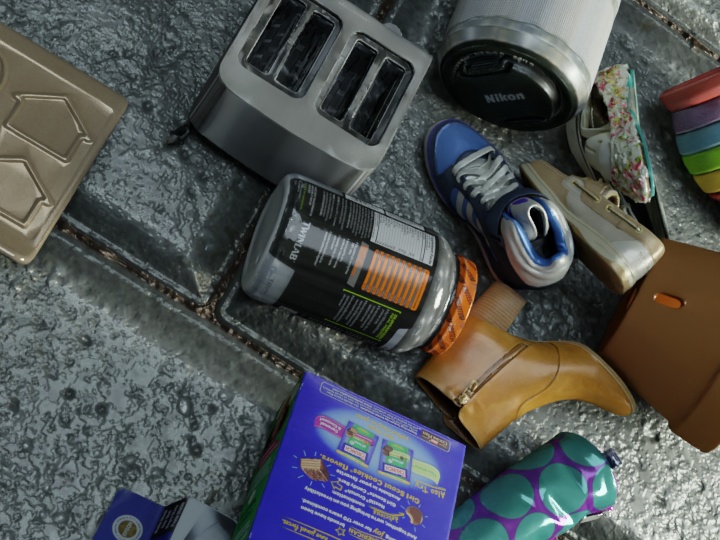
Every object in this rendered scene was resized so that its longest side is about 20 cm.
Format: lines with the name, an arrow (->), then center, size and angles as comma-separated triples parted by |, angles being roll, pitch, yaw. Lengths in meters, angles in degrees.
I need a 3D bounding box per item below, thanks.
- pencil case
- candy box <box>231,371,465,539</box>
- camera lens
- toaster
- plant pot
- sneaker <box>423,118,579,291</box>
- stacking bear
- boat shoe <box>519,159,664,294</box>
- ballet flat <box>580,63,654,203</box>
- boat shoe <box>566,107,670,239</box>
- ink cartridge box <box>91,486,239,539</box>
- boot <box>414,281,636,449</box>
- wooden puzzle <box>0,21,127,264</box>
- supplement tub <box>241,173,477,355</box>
pencil case -> 0.153, 0.233, 1.143 | 0.199, 0.085, 0.093 | -30, 70, -25
candy box -> -0.012, 0.210, 1.048 | 0.168, 0.077, 0.201 | 26, 43, -7
camera lens -> 0.178, -0.258, 1.257 | 0.159, 0.160, 0.201 | 27, 67, -12
toaster -> -0.053, -0.171, 1.164 | 0.180, 0.119, 0.201 | 31, 65, -9
plant pot -> 0.328, 0.061, 1.215 | 0.139, 0.200, 0.201 | 28, 65, 6
sneaker -> 0.141, -0.074, 1.190 | 0.080, 0.146, 0.201 | -28, 87, -14
stacking bear -> 0.417, -0.122, 1.340 | 0.121, 0.113, 0.201 | -30, 98, -55
boat shoe -> 0.231, -0.055, 1.218 | 0.069, 0.074, 0.200 | -32, 46, -4
ballet flat -> 0.257, -0.135, 1.238 | 0.063, 0.076, 0.201 | -7, 40, 10
boat shoe -> 0.283, -0.107, 1.306 | 0.070, 0.064, 0.201 | -14, 79, -24
ink cartridge box -> -0.142, 0.287, 0.991 | 0.199, 0.041, 0.200 | 28, 46, -6
boot -> 0.159, 0.122, 1.195 | 0.201, 0.071, 0.144 | 39, 71, -3
wooden puzzle -> -0.332, -0.123, 1.086 | 0.185, 0.046, 0.201 | 31, 61, -11
supplement tub -> 0.000, 0.000, 1.132 | 0.199, 0.122, 0.123 | 23, 67, -14
